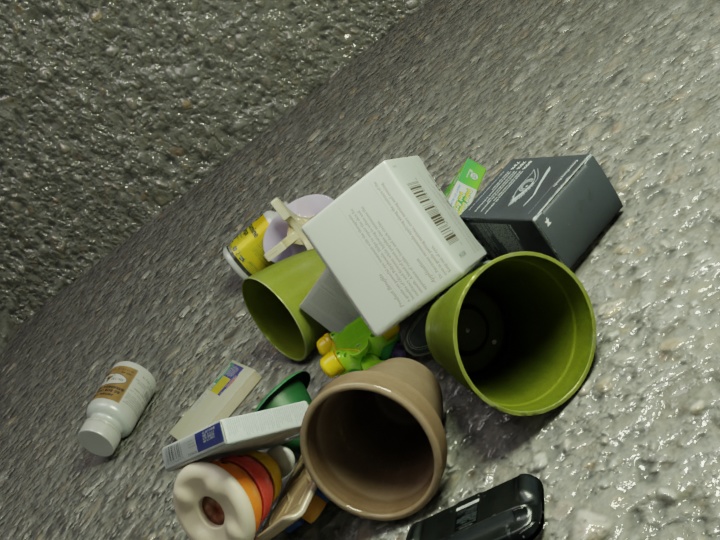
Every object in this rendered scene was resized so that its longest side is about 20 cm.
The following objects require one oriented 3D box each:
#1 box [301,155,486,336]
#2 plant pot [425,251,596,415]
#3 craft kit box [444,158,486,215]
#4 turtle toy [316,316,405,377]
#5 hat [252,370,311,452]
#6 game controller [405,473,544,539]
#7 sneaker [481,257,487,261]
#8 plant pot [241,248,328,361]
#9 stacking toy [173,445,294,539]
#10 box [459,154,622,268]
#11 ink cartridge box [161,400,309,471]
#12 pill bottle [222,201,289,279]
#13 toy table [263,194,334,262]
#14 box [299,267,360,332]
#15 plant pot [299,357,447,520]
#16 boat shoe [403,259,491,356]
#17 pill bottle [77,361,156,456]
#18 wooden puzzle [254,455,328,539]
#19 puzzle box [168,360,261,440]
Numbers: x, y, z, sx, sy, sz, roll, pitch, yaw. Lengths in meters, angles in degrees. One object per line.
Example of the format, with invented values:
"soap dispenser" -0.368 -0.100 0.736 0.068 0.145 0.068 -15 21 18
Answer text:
"box" 0.056 -0.042 1.397 0.171 0.200 0.200 -37 -4 19
"plant pot" 0.179 0.081 1.236 0.201 0.200 0.193 -47 11 -13
"craft kit box" 0.137 -0.067 1.627 0.198 0.048 0.201 -53 7 50
"turtle toy" 0.015 0.138 1.483 0.145 0.101 0.200 -35 20 5
"hat" -0.082 0.278 1.509 0.166 0.176 0.200 -47 -16 -12
"game controller" 0.130 0.308 1.094 0.199 0.042 0.104 -31 11 25
"sneaker" 0.177 -0.021 1.563 0.076 0.075 0.200 -36 13 46
"plant pot" -0.095 0.040 1.784 0.199 0.189 0.186 -37 18 -27
"stacking toy" -0.167 0.316 1.371 0.145 0.147 0.199 -26 2 35
"box" 0.276 -0.091 1.434 0.148 0.105 0.199 -45 23 -16
"ink cartridge box" -0.161 0.238 1.351 0.198 0.044 0.196 -7 -17 -40
"pill bottle" -0.228 -0.071 2.247 0.200 0.113 0.113 -41 22 3
"toy table" -0.135 -0.085 2.069 0.200 0.184 0.117 -48 5 8
"box" 0.000 0.000 1.630 0.153 0.106 0.200 -54 1 -41
"plant pot" 0.039 0.208 1.258 0.199 0.201 0.175 -30 6 28
"boat shoe" 0.144 0.054 1.444 0.199 0.073 0.062 -40 -15 -3
"pill bottle" -0.555 0.315 2.100 0.114 0.115 0.201 -25 29 36
"wooden puzzle" -0.074 0.314 1.346 0.201 0.046 0.185 -55 4 -38
"puzzle box" -0.292 0.271 1.858 0.200 0.025 0.133 -49 23 -16
